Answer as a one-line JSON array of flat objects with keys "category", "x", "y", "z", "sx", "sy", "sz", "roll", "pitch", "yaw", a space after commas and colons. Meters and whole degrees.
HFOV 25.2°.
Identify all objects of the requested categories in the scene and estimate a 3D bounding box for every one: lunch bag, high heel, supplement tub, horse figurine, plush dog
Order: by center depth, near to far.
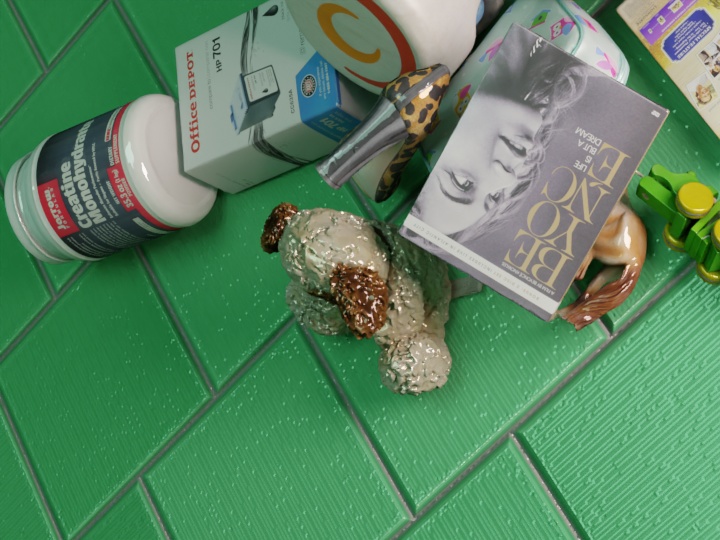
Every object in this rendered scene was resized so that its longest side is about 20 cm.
[{"category": "horse figurine", "x": 0.196, "y": -0.041, "z": 1.387, "sx": 0.132, "sy": 0.050, "sz": 0.202, "roll": -26, "pitch": 57, "yaw": 22}, {"category": "lunch bag", "x": 0.140, "y": -0.139, "z": 1.411, "sx": 0.201, "sy": 0.077, "sz": 0.161, "roll": -51, "pitch": 28, "yaw": 16}, {"category": "plush dog", "x": 0.000, "y": 0.000, "z": 1.448, "sx": 0.199, "sy": 0.171, "sz": 0.162, "roll": 34, "pitch": 98, "yaw": 38}, {"category": "high heel", "x": 0.043, "y": -0.130, "z": 1.456, "sx": 0.142, "sy": 0.200, "sz": 0.072, "roll": -41, "pitch": 85, "yaw": 14}, {"category": "supplement tub", "x": -0.261, "y": -0.091, "z": 1.688, "sx": 0.198, "sy": 0.140, "sz": 0.142, "roll": -18, "pitch": 67, "yaw": 32}]

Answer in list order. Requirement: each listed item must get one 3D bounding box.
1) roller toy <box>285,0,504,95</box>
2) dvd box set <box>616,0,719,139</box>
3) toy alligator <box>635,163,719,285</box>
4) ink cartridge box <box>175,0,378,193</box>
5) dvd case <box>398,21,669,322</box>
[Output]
[{"category": "roller toy", "x": 0.032, "y": -0.262, "z": 1.467, "sx": 0.199, "sy": 0.183, "sz": 0.140, "roll": 12, "pitch": 56, "yaw": 48}, {"category": "dvd box set", "x": 0.323, "y": -0.201, "z": 1.351, "sx": 0.146, "sy": 0.029, "sz": 0.201, "roll": -44, "pitch": 55, "yaw": 18}, {"category": "toy alligator", "x": 0.273, "y": -0.054, "z": 1.327, "sx": 0.054, "sy": 0.060, "sz": 0.200, "roll": -31, "pitch": 65, "yaw": -23}, {"category": "ink cartridge box", "x": -0.084, "y": -0.183, "z": 1.618, "sx": 0.198, "sy": 0.086, "sz": 0.148, "roll": -20, "pitch": 67, "yaw": 30}, {"category": "dvd case", "x": 0.141, "y": -0.080, "z": 1.332, "sx": 0.148, "sy": 0.016, "sz": 0.201, "roll": 31, "pitch": 102, "yaw": 7}]
